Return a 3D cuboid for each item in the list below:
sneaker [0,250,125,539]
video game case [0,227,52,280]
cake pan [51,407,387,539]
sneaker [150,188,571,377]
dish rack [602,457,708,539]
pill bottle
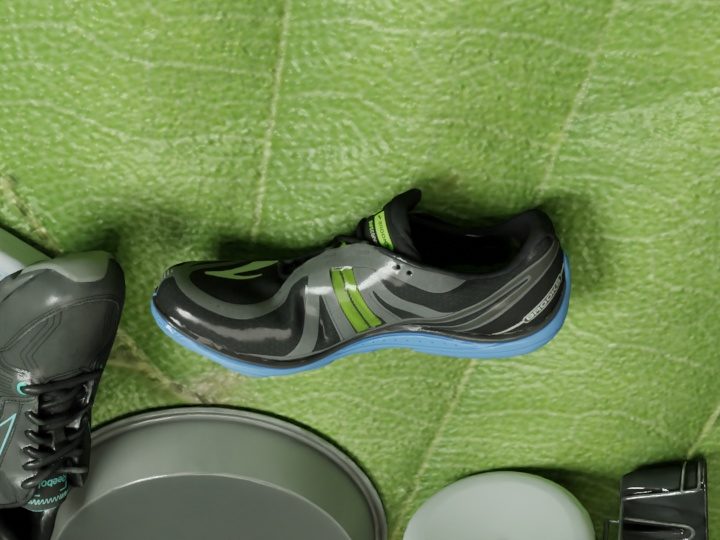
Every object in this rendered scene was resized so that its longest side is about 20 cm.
[{"bbox_3d":[-0.149,0.065,0.912,0.075,0.079,0.200,-10,150,-30],"label":"sneaker"},{"bbox_3d":[-0.271,0.011,0.921,0.200,0.023,0.182,34,123,-26],"label":"video game case"},{"bbox_3d":[-0.085,0.157,1.041,0.199,0.037,0.201,0,131,0],"label":"cake pan"},{"bbox_3d":[0.000,0.000,0.888,0.199,0.071,0.083,-4,126,-3],"label":"sneaker"},{"bbox_3d":[0.155,0.217,0.991,0.054,0.200,0.154,0,132,14],"label":"dish rack"},{"bbox_3d":[0.085,0.214,1.046,0.106,0.106,0.200,-6,131,5],"label":"pill bottle"}]
